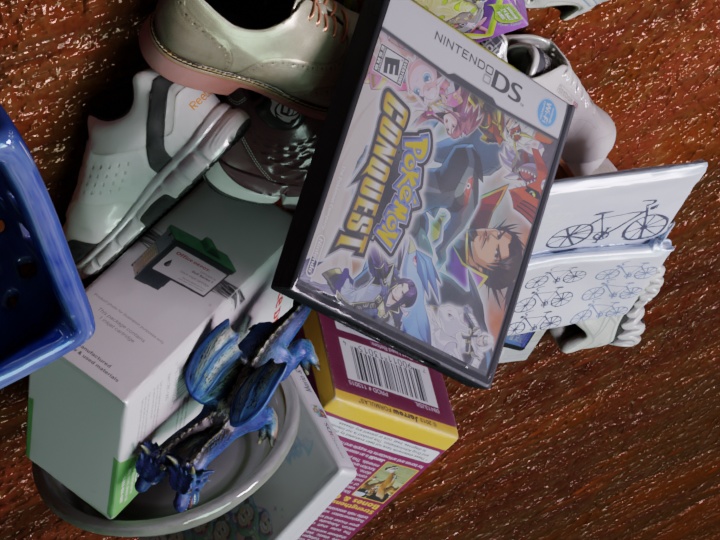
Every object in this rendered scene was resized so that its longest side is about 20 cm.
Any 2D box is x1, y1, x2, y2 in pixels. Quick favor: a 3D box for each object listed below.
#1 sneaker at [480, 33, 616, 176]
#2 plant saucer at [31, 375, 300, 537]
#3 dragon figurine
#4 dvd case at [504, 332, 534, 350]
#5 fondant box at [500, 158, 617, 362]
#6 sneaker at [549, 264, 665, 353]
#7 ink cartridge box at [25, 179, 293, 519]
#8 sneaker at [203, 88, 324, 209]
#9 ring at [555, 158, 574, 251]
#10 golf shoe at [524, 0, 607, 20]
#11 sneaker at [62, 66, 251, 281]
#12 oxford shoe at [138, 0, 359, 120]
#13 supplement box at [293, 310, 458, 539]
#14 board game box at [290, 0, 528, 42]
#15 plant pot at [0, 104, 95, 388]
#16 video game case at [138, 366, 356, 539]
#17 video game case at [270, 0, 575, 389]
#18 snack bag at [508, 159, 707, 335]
[{"bbox_3d":[0.135,-0.126,1.374,0.199,0.077,0.081,9,123,-49],"label":"sneaker"},{"bbox_3d":[-0.136,0.131,1.347,0.199,0.200,0.051,-25,127,-13],"label":"plant saucer"},{"bbox_3d":[-0.076,0.069,1.220,0.201,0.059,0.099,-59,165,11],"label":"dragon figurine"},{"bbox_3d":[0.067,-0.010,1.436,0.198,0.018,0.143,14,131,-18],"label":"dvd case"},{"bbox_3d":[0.116,-0.006,1.532,0.143,0.058,0.201,-4,137,-38],"label":"fondant box"},{"bbox_3d":[0.215,0.010,1.637,0.080,0.076,0.201,-14,144,-13],"label":"sneaker"},{"bbox_3d":[-0.133,0.048,1.276,0.200,0.084,0.147,-46,163,-36],"label":"ink cartridge box"},{"bbox_3d":[-0.002,-0.093,1.247,0.198,0.076,0.116,7,126,-16],"label":"sneaker"},{"bbox_3d":[0.063,-0.046,1.360,0.198,0.019,0.201,3,139,3],"label":"ring"},{"bbox_3d":[0.116,-0.209,1.241,0.199,0.079,0.097,11,134,-48],"label":"golf shoe"},{"bbox_3d":[-0.153,-0.066,1.208,0.200,0.080,0.074,-41,-172,36],"label":"sneaker"},{"bbox_3d":[-0.033,-0.143,1.150,0.198,0.071,0.074,2,147,-27],"label":"oxford shoe"},{"bbox_3d":[-0.037,0.136,1.494,0.130,0.104,0.200,21,128,-35],"label":"supplement box"},{"bbox_3d":[0.017,-0.189,1.177,0.119,0.033,0.200,-13,156,21],"label":"board game box"},{"bbox_3d":[-0.280,-0.033,1.012,0.199,0.180,0.201,-27,148,-10],"label":"plant pot"},{"bbox_3d":[-0.105,0.149,1.419,0.024,0.183,0.200,16,124,-46],"label":"video game case"},{"bbox_3d":[0.045,-0.050,1.172,0.180,0.025,0.202,27,75,-38],"label":"video game case"},{"bbox_3d":[0.148,-0.010,1.355,0.187,0.022,0.201,-8,149,-23],"label":"snack bag"}]
